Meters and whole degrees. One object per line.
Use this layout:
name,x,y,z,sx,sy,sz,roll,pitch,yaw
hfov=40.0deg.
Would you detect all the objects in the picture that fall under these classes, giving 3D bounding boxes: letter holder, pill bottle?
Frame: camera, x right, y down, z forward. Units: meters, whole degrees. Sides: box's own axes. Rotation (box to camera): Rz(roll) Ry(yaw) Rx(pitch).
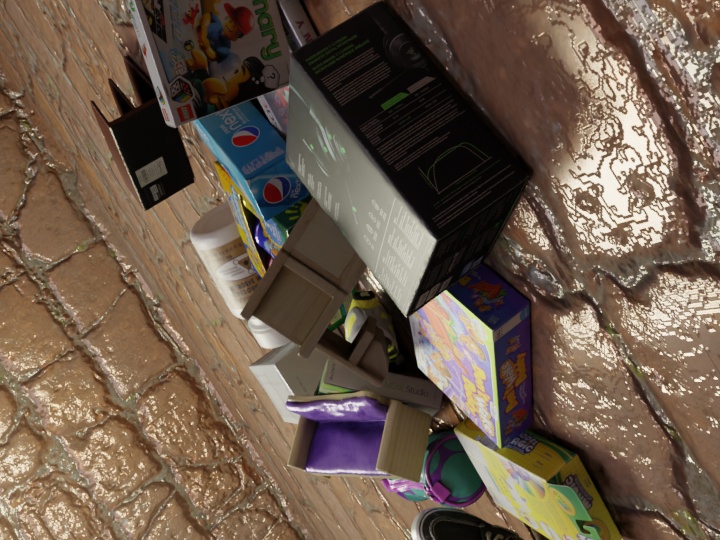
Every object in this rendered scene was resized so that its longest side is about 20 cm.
letter holder,-0.367,-0.225,1.609,0.142,0.100,0.201,47,161,31
pill bottle,-0.150,0.005,1.408,0.114,0.114,0.201,24,144,60

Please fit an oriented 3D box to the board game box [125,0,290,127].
board game box,-0.141,-0.242,0.865,0.035,0.125,0.202,26,136,59

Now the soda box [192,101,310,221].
soda box,-0.134,-0.145,1.137,0.200,0.064,0.068,51,168,43

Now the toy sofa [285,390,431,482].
toy sofa,-0.015,0.201,1.185,0.097,0.084,0.199,25,158,-31

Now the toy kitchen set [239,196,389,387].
toy kitchen set,0.000,0.000,1.026,0.162,0.181,0.200,33,-170,-4

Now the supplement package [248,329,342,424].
supplement package,-0.081,0.158,1.503,0.114,0.109,0.200,57,162,-5

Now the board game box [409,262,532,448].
board game box,0.103,0.065,0.952,0.134,0.045,0.201,43,158,36

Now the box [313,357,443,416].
box,0.015,0.162,1.236,0.142,0.037,0.200,13,159,-2

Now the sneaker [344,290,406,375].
sneaker,0.018,0.086,1.212,0.200,0.074,0.077,95,170,-69

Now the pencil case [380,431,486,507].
pencil case,0.092,0.248,1.233,0.086,0.092,0.200,55,163,2

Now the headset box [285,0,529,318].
headset box,0.023,-0.089,0.809,0.201,0.092,0.174,52,163,15

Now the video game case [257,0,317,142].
video game case,-0.068,-0.185,1.002,0.184,0.023,0.200,62,162,-18

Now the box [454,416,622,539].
box,0.183,0.218,1.004,0.118,0.048,0.200,60,165,-21

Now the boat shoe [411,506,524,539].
boat shoe,0.157,0.330,1.163,0.198,0.071,0.064,24,155,-9

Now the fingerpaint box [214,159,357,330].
fingerpaint box,-0.089,-0.040,1.231,0.167,0.073,0.201,42,158,37
